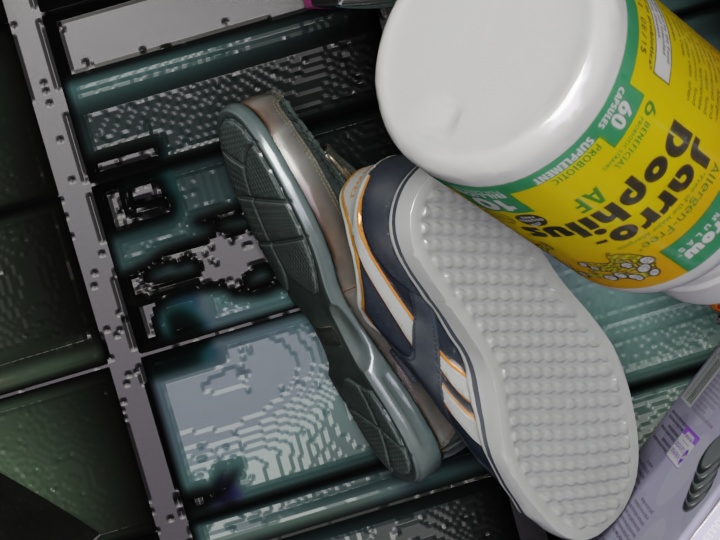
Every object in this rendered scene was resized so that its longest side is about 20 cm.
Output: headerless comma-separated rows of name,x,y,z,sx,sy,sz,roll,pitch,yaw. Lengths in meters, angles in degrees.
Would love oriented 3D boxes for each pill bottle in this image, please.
pill bottle,0.104,-0.056,1.125,0.113,0.113,0.200,-56,140,2

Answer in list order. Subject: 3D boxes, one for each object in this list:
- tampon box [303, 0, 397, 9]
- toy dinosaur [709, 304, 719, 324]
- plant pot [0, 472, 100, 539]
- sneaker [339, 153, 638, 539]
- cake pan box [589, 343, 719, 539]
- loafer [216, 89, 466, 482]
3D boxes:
tampon box,0.073,-0.184,1.192,0.199,0.150,0.127,-5,95,-6
toy dinosaur,0.213,0.016,1.236,0.102,0.135,0.200,-50,58,16
plant pot,-0.253,0.147,1.184,0.177,0.200,0.200,40,92,1
sneaker,0.057,0.030,1.212,0.078,0.079,0.201,-37,116,-23
cake pan box,0.140,0.125,1.214,0.052,0.200,0.184,38,92,-4
loafer,0.000,0.000,1.257,0.063,0.072,0.201,-32,107,-20
